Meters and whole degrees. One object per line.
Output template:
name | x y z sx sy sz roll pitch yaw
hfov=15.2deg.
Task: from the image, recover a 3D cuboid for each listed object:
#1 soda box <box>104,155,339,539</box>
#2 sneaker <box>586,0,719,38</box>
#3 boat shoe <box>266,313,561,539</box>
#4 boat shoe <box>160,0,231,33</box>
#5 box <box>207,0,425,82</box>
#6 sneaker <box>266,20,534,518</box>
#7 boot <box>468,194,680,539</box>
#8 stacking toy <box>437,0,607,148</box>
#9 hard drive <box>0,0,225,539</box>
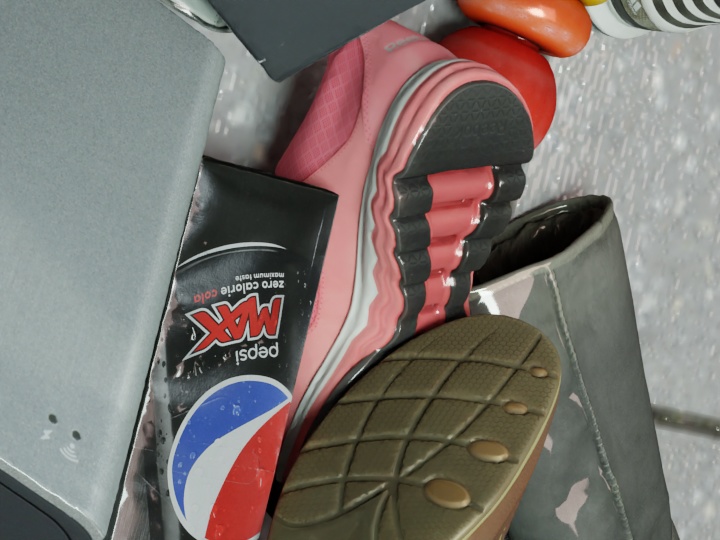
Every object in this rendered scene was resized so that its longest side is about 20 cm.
soda box | -0.072 0.060 0.935 0.063 0.071 0.200 13 90 -39
sneaker | 0.188 -0.153 1.067 0.200 0.115 0.076 -42 120 -25
boat shoe | 0.006 0.104 0.936 0.200 0.072 0.068 -56 153 -19
boat shoe | -0.092 -0.139 0.883 0.200 0.072 0.071 28 77 -39
box | -0.030 -0.180 0.851 0.141 0.079 0.200 46 30 -30
sneaker | 0.000 0.000 0.983 0.074 0.087 0.200 -5 125 -38
boot | 0.065 0.094 1.043 0.182 0.073 0.200 -42 129 -43
stacking toy | 0.078 -0.132 1.017 0.085 0.085 0.200 23 90 -38
hard drive | -0.112 -0.030 0.741 0.140 0.033 0.200 37 37 -23
